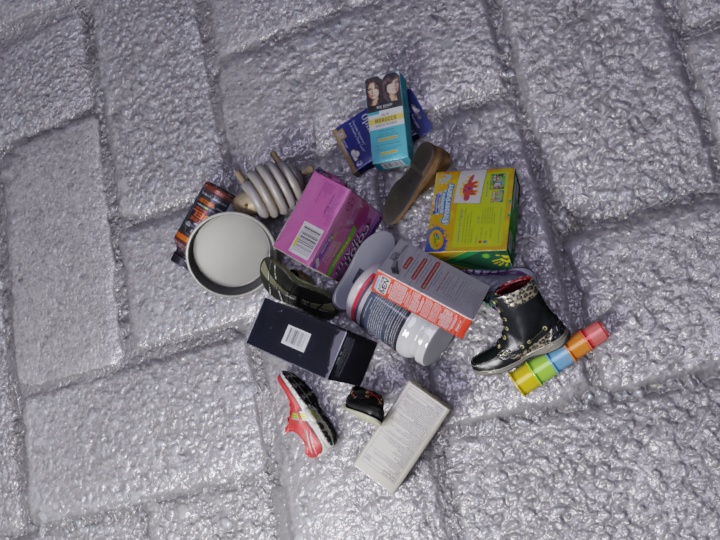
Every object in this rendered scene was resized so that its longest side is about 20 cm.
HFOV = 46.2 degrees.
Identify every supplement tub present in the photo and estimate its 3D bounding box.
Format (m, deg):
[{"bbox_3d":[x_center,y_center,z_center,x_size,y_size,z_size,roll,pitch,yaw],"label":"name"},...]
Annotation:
[{"bbox_3d":[-0.353,-0.094,1.922,0.107,0.107,0.200,29,90,24],"label":"supplement tub"},{"bbox_3d":[0.083,0.086,1.698,0.200,0.140,0.141,34,92,24],"label":"supplement tub"}]

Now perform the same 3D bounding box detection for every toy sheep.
[{"bbox_3d":[-0.194,-0.185,1.871,0.200,0.138,0.138,-32,69,-5],"label":"toy sheep"}]

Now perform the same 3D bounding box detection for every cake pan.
[{"bbox_3d":[-0.284,-0.038,1.864,0.200,0.037,0.201,-2,111,-6],"label":"cake pan"}]

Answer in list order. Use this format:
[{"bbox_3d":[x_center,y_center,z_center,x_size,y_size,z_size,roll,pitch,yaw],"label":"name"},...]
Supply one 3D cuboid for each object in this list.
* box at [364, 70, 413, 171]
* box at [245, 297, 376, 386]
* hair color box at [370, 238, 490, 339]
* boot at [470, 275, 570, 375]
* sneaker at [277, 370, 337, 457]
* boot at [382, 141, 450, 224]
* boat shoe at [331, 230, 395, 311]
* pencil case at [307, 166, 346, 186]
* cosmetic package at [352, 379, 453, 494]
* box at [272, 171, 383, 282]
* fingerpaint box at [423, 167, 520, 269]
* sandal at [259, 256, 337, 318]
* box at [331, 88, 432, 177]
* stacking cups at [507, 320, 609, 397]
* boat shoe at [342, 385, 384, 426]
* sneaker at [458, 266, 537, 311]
[{"bbox_3d":[0.062,-0.320,1.808,0.082,0.049,0.201,-10,75,18],"label":"box"},{"bbox_3d":[-0.098,0.149,1.731,0.200,0.182,0.104,21,85,23],"label":"box"},{"bbox_3d":[0.134,0.034,1.613,0.200,0.111,0.064,29,135,8],"label":"hair color box"},{"bbox_3d":[0.277,0.105,1.609,0.203,0.074,0.154,-25,111,23],"label":"boot"},{"bbox_3d":[-0.132,0.302,1.772,0.085,0.077,0.200,-38,68,15],"label":"sneaker"},{"bbox_3d":[0.120,-0.174,1.782,0.200,0.075,0.074,-55,46,23],"label":"boot"},{"bbox_3d":[0.000,0.000,1.788,0.069,0.057,0.200,38,75,-8],"label":"boat shoe"},{"bbox_3d":[-0.108,-0.122,1.844,0.083,0.086,0.200,30,93,27],"label":"pencil case"},{"bbox_3d":[0.086,0.326,1.668,0.103,0.087,0.200,35,92,12],"label":"cosmetic package"},{"bbox_3d":[-0.062,-0.083,1.757,0.097,0.200,0.176,29,89,23],"label":"box"},{"bbox_3d":[0.226,-0.102,1.690,0.166,0.073,0.200,-2,58,20],"label":"fingerpaint box"},{"bbox_3d":[-0.134,0.038,1.839,0.201,0.057,0.080,31,122,7],"label":"sandal"},{"bbox_3d":[0.046,-0.309,1.857,0.200,0.032,0.121,-30,69,11],"label":"box"},{"bbox_3d":[0.378,0.162,1.613,0.200,0.060,0.061,-37,68,9],"label":"stacking cups"},{"bbox_3d":[0.010,0.264,1.666,0.074,0.201,0.063,30,83,-7],"label":"boat shoe"},{"bbox_3d":[0.246,0.041,1.666,0.199,0.075,0.088,-5,45,20],"label":"sneaker"}]
